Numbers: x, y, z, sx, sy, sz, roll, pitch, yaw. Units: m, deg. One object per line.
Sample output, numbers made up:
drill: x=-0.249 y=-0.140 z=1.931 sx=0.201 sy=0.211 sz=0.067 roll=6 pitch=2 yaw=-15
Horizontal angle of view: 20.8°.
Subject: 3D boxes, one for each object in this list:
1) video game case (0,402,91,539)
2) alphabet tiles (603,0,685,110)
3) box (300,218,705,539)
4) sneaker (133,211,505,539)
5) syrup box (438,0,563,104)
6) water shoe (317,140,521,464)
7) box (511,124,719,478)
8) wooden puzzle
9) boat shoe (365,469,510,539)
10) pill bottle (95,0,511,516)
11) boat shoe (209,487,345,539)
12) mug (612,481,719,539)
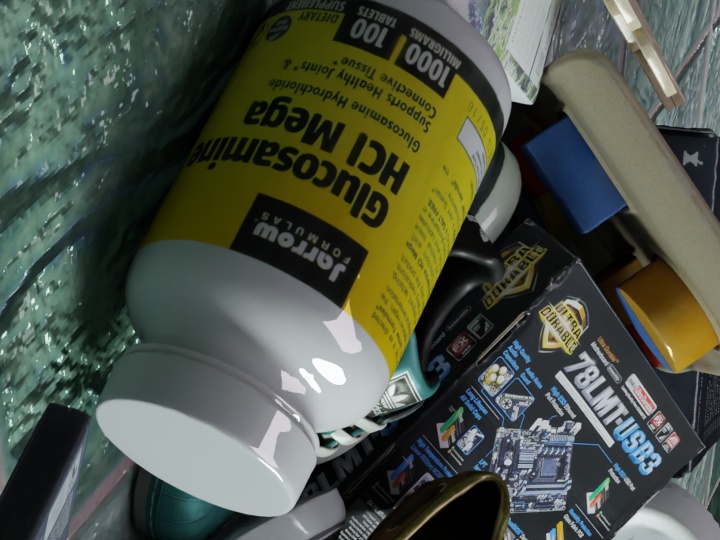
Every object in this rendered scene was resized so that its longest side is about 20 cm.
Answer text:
video game case: x=-0.132 y=0.162 z=0.650 sx=0.143 sy=0.019 sz=0.201 roll=-70 pitch=178 yaw=-52
alphabet tiles: x=0.102 y=-0.171 z=0.942 sx=0.200 sy=0.015 sz=0.196 roll=54 pitch=15 yaw=-33
box: x=0.067 y=0.103 z=1.012 sx=0.199 sy=0.050 sz=0.200 roll=-46 pitch=138 yaw=-4
sneaker: x=-0.016 y=0.046 z=0.847 sx=0.201 sy=0.080 sz=0.071 roll=-53 pitch=154 yaw=-12
syrup box: x=0.031 y=-0.143 z=0.871 sx=0.200 sy=0.081 sz=0.079 roll=31 pitch=74 yaw=-69
water shoe: x=0.000 y=0.000 z=0.942 sx=0.079 sy=0.071 sz=0.201 roll=48 pitch=62 yaw=-28
box: x=0.166 y=0.012 z=1.217 sx=0.196 sy=0.123 sz=0.202 roll=-5 pitch=100 yaw=-76
wooden puzzle: x=0.131 y=-0.017 z=1.013 sx=0.046 sy=0.186 sz=0.200 roll=-34 pitch=-179 yaw=-7
boat shoe: x=0.007 y=0.162 z=0.866 sx=0.068 sy=0.072 sz=0.201 roll=-48 pitch=-172 yaw=48
pill bottle: x=-0.024 y=-0.010 z=0.779 sx=0.113 sy=0.112 sz=0.201 roll=71 pitch=39 yaw=-57
boat shoe: x=-0.065 y=0.149 z=0.836 sx=0.200 sy=0.068 sz=0.057 roll=-26 pitch=93 yaw=-56
mug: x=0.129 y=0.202 z=1.164 sx=0.199 sy=0.149 sz=0.175 roll=-26 pitch=170 yaw=-6
